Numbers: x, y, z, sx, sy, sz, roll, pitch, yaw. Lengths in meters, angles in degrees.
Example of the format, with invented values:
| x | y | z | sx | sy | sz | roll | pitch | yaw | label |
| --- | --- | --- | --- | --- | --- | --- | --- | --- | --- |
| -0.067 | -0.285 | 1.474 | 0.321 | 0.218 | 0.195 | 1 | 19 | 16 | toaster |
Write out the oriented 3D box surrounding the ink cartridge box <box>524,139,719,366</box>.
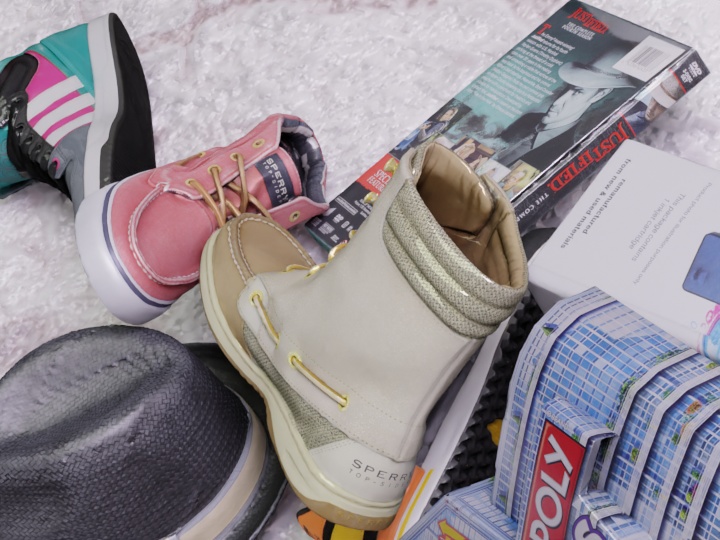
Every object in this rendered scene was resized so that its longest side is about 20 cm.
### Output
| x | y | z | sx | sy | sz | roll | pitch | yaw | label |
| --- | --- | --- | --- | --- | --- | --- | --- | --- | --- |
| 0.190 | 0.043 | 0.901 | 0.200 | 0.145 | 0.088 | 25 | 69 | 40 | ink cartridge box |

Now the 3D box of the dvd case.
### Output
| x | y | z | sx | sy | sz | roll | pitch | yaw | label |
| --- | --- | --- | --- | --- | --- | --- | --- | --- | --- |
| 0.072 | -0.062 | 1.093 | 0.200 | 0.022 | 0.146 | -42 | 26 | -4 | dvd case |

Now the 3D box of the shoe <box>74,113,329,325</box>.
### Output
| x | y | z | sx | sy | sz | roll | pitch | yaw | label |
| --- | --- | --- | --- | --- | --- | --- | --- | --- | --- |
| -0.078 | -0.035 | 1.095 | 0.091 | 0.071 | 0.200 | -26 | 8 | 17 | shoe |

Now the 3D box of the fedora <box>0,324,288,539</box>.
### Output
| x | y | z | sx | sy | sz | roll | pitch | yaw | label |
| --- | --- | --- | --- | --- | --- | --- | --- | --- | --- |
| -0.138 | 0.090 | 1.061 | 0.200 | 0.092 | 0.201 | -13 | 44 | 13 | fedora |

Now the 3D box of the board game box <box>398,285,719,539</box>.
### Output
| x | y | z | sx | sy | sz | roll | pitch | yaw | label |
| --- | --- | --- | --- | --- | --- | --- | --- | --- | --- |
| 0.096 | 0.120 | 0.866 | 0.062 | 0.200 | 0.200 | -16 | 34 | -35 | board game box |

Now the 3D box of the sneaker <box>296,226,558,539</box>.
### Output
| x | y | z | sx | sy | sz | roll | pitch | yaw | label |
| --- | --- | --- | --- | --- | --- | --- | --- | --- | --- |
| 0.037 | 0.057 | 1.022 | 0.090 | 0.070 | 0.200 | 14 | 66 | 32 | sneaker |

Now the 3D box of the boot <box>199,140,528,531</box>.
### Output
| x | y | z | sx | sy | sz | roll | pitch | yaw | label |
| --- | --- | --- | --- | --- | --- | --- | --- | --- | --- |
| 0.000 | 0.000 | 0.961 | 0.155 | 0.072 | 0.200 | -60 | 36 | 27 | boot |

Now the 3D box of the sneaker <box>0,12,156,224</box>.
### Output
| x | y | z | sx | sy | sz | roll | pitch | yaw | label |
| --- | --- | --- | --- | --- | --- | --- | --- | --- | --- |
| -0.189 | -0.067 | 1.224 | 0.121 | 0.084 | 0.200 | -18 | 42 | 9 | sneaker |
